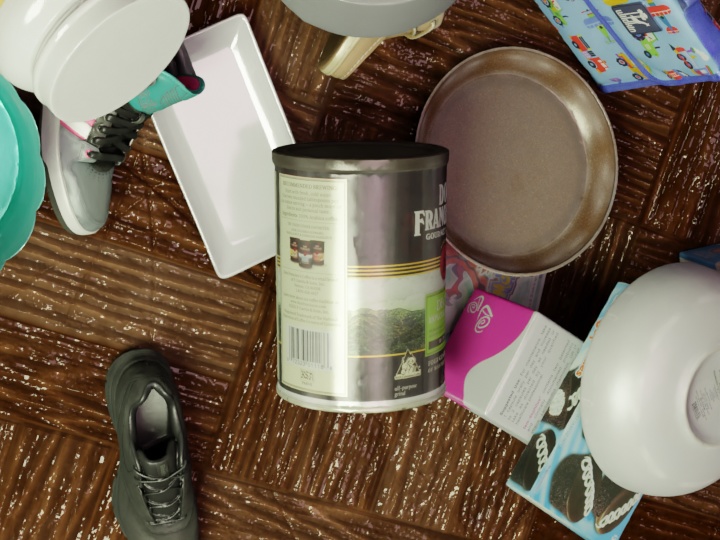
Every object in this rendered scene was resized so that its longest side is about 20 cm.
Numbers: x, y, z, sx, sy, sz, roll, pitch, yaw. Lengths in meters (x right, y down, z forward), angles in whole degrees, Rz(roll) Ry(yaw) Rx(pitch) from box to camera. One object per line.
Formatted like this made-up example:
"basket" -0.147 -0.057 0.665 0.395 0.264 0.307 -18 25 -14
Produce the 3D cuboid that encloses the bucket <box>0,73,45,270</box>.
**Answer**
"bucket" -0.343 -0.078 1.044 0.204 0.135 0.210 -3 101 -17

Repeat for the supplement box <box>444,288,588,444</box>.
"supplement box" 0.173 0.112 1.234 0.199 0.101 0.104 30 86 -32

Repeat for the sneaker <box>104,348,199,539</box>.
"sneaker" -0.175 0.172 1.168 0.075 0.091 0.203 -14 105 -16

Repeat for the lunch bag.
"lunch bag" 0.235 -0.230 1.157 0.094 0.200 0.151 -43 109 -5

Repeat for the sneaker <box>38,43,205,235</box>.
"sneaker" -0.183 -0.128 1.092 0.119 0.083 0.203 3 99 20

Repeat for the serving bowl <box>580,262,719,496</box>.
"serving bowl" 0.279 0.098 1.152 0.198 0.066 0.203 -7 103 -30

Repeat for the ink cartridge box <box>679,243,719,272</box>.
"ink cartridge box" 0.423 0.032 1.304 0.198 0.128 0.127 -13 104 -15

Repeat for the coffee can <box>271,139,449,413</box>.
"coffee can" 0.000 0.000 1.137 0.144 0.146 0.203 -3 102 -16

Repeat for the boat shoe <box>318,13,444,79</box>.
"boat shoe" 0.046 -0.230 1.168 0.065 0.071 0.200 44 85 -19

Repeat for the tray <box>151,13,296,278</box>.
"tray" -0.111 -0.104 1.170 0.106 0.022 0.202 -25 106 -12

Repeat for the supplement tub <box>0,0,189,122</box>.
"supplement tub" -0.229 -0.221 0.986 0.145 0.146 0.200 -39 77 -6

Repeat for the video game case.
"video game case" 0.082 0.006 1.250 0.180 0.023 0.203 10 98 -18

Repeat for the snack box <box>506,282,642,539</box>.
"snack box" 0.218 0.126 1.182 0.116 0.037 0.201 35 81 -31

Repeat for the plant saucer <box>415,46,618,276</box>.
"plant saucer" 0.135 -0.095 1.224 0.198 0.032 0.203 1 86 -19

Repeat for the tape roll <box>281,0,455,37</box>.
"tape roll" 0.006 -0.292 1.103 0.197 0.066 0.203 1 75 -4
